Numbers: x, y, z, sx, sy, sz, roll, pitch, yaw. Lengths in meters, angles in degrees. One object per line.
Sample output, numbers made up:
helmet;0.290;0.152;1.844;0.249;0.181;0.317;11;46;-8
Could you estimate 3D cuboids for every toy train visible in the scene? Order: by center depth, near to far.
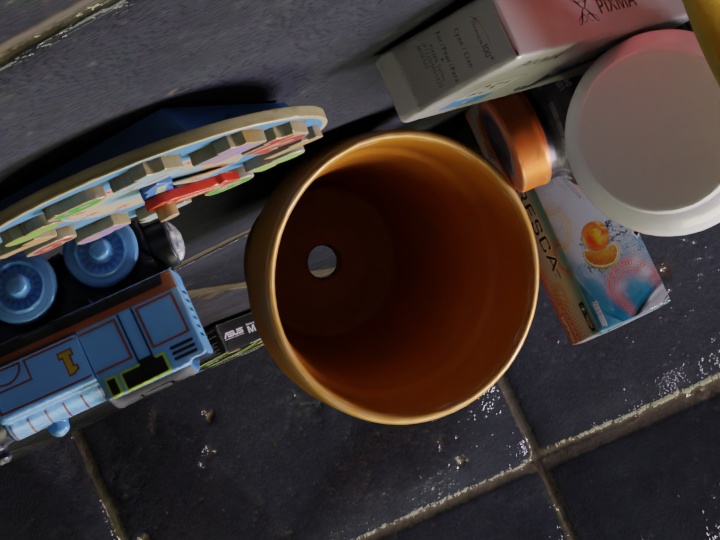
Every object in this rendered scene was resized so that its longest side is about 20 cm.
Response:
toy train;-0.191;0.043;1.030;0.200;0.114;0.087;-25;175;-4

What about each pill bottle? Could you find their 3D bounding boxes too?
pill bottle;0.184;-0.080;0.991;0.120;0.120;0.200;-25;176;13
pill bottle;0.184;-0.124;1.154;0.200;0.106;0.106;-24;176;-6

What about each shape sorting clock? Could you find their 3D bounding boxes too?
shape sorting clock;-0.111;-0.045;0.899;0.200;0.039;0.200;-24;176;-2

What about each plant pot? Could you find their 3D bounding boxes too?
plant pot;0.000;0.000;1.213;0.200;0.200;0.183;-23;-169;-18

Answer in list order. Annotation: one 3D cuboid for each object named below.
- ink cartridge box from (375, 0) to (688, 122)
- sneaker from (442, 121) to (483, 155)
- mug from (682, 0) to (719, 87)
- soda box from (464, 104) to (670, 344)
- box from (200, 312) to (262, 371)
ink cartridge box;0.133;-0.151;0.945;0.176;0.045;0.200;-27;176;43
sneaker;0.105;-0.088;1.403;0.114;0.076;0.199;-24;173;24
mug;0.211;-0.143;0.720;0.186;0.153;0.149;-26;176;28
soda box;0.152;-0.050;1.248;0.064;0.200;0.068;-24;175;-15
box;-0.179;0.097;2.311;0.193;0.048;0.200;-17;173;-44
